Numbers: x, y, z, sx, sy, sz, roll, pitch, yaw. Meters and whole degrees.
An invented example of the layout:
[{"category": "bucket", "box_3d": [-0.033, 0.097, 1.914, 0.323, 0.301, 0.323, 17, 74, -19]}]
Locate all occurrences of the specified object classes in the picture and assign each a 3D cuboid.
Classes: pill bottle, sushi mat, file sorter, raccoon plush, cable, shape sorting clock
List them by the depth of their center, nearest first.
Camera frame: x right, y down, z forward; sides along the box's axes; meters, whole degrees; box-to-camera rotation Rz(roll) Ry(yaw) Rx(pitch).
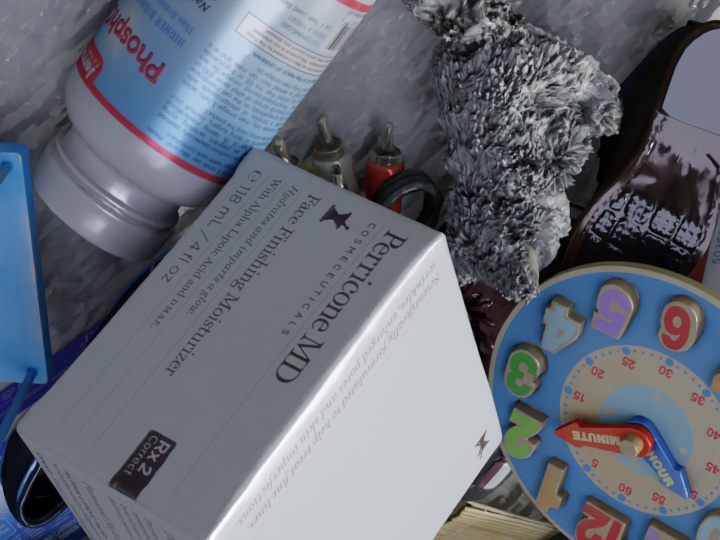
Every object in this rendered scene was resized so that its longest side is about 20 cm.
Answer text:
[{"category": "file sorter", "box_3d": [-0.277, 0.019, 0.931, 0.198, 0.123, 0.140, 3, 118, 7]}, {"category": "pill bottle", "box_3d": [-0.086, -0.107, 0.951, 0.108, 0.109, 0.201, 31, 106, -26]}, {"category": "raccoon plush", "box_3d": [0.051, -0.073, 0.983, 0.199, 0.096, 0.135, 32, 78, -29]}, {"category": "shape sorting clock", "box_3d": [0.158, 0.089, 1.005, 0.039, 0.198, 0.202, -41, 141, -44]}, {"category": "cable", "box_3d": [0.000, 0.000, 1.075, 0.096, 0.051, 0.202, -6, 128, -4]}, {"category": "sushi mat", "box_3d": [0.134, 0.192, 1.188, 0.198, 0.012, 0.096, 17, 148, -19]}]

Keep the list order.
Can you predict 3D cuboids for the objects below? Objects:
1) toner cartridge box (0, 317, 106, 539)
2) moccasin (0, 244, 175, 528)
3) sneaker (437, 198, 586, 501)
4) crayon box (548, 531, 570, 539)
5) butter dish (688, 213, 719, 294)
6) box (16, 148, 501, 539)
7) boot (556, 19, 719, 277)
[{"category": "toner cartridge box", "box_3d": [-0.152, 0.091, 1.077, 0.199, 0.043, 0.095, -35, 118, 6]}, {"category": "moccasin", "box_3d": [-0.123, 0.070, 1.009, 0.080, 0.068, 0.201, 32, 105, -24]}, {"category": "sneaker", "box_3d": [0.070, 0.034, 1.093, 0.115, 0.076, 0.201, 25, 99, -19]}, {"category": "crayon box", "box_3d": [0.137, 0.242, 1.192, 0.125, 0.052, 0.200, 22, 137, -23]}, {"category": "butter dish", "box_3d": [0.275, 0.005, 1.048, 0.147, 0.198, 0.202, 30, 78, -48]}, {"category": "box", "box_3d": [-0.041, 0.086, 0.937, 0.199, 0.130, 0.201, -51, 148, -24]}, {"category": "boot", "box_3d": [0.168, -0.053, 1.041, 0.074, 0.097, 0.201, 26, 107, -7]}]
